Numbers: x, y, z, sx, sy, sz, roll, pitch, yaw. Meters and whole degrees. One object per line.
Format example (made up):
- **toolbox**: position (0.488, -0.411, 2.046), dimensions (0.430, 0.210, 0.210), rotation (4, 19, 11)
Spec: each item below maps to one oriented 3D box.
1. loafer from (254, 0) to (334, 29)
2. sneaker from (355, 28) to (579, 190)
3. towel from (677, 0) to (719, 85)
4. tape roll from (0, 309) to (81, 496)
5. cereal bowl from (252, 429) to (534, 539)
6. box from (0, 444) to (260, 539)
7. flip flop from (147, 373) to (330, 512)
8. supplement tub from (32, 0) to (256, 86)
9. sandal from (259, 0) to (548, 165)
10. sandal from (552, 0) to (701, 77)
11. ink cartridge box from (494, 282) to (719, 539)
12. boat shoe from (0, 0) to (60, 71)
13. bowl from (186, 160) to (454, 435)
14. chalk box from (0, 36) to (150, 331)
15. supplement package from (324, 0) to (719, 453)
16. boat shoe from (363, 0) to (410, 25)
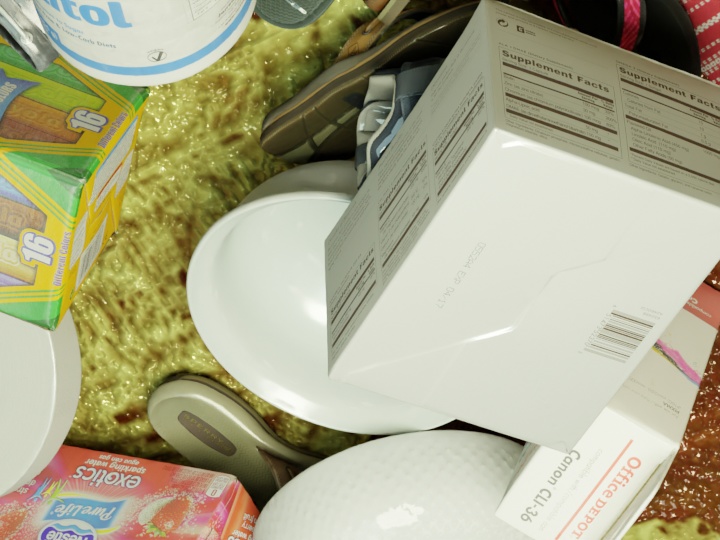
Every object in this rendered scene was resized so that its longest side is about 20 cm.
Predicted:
- **loafer**: position (-0.019, -0.230, 1.652), dimensions (0.072, 0.063, 0.201), rotation (22, 131, 9)
- **sneaker**: position (0.076, -0.058, 1.681), dimensions (0.145, 0.077, 0.203), rotation (-12, 142, 11)
- **towel**: position (0.243, -0.155, 1.630), dimensions (0.144, 0.023, 0.200), rotation (-32, 105, 35)
- **tape roll**: position (-0.278, 0.058, 1.902), dimensions (0.202, 0.037, 0.204), rotation (4, 100, 23)
- **cereal bowl**: position (0.035, 0.190, 1.836), dimensions (0.199, 0.084, 0.200), rotation (-8, 145, -6)
- **box**: position (-0.160, 0.187, 1.912), dimensions (0.199, 0.096, 0.100), rotation (7, 140, 35)
- **flip flop**: position (-0.060, 0.144, 1.913), dimensions (0.200, 0.058, 0.081), rotation (37, 126, -7)
- **supplement tub**: position (-0.129, -0.201, 1.572), dimensions (0.131, 0.132, 0.200), rotation (12, 156, 12)
- **sandal**: position (0.022, -0.120, 1.711), dimensions (0.200, 0.055, 0.082), rotation (-27, 143, 36)
- **sandal**: position (0.132, -0.163, 1.626), dimensions (0.075, 0.045, 0.200), rotation (6, 138, 39)
- **ink cartridge box**: position (0.146, 0.091, 1.715), dimensions (0.067, 0.200, 0.117), rotation (30, 127, -2)
- **boat shoe**: position (-0.250, -0.198, 1.728), dimensions (0.200, 0.072, 0.068), rotation (40, 83, -4)
- **bowl**: position (0.000, 0.000, 1.766), dimensions (0.200, 0.091, 0.202), rotation (10, 136, 10)
- **chalk box**: position (-0.251, -0.073, 1.797), dimensions (0.199, 0.125, 0.124), rotation (21, 127, 4)
- **supplement package**: position (0.091, -0.021, 1.575), dimensions (0.155, 0.111, 0.200), rotation (18, 131, -19)
- **boat shoe**: position (0.044, -0.233, 1.624), dimensions (0.068, 0.072, 0.200), rotation (31, 116, -2)
